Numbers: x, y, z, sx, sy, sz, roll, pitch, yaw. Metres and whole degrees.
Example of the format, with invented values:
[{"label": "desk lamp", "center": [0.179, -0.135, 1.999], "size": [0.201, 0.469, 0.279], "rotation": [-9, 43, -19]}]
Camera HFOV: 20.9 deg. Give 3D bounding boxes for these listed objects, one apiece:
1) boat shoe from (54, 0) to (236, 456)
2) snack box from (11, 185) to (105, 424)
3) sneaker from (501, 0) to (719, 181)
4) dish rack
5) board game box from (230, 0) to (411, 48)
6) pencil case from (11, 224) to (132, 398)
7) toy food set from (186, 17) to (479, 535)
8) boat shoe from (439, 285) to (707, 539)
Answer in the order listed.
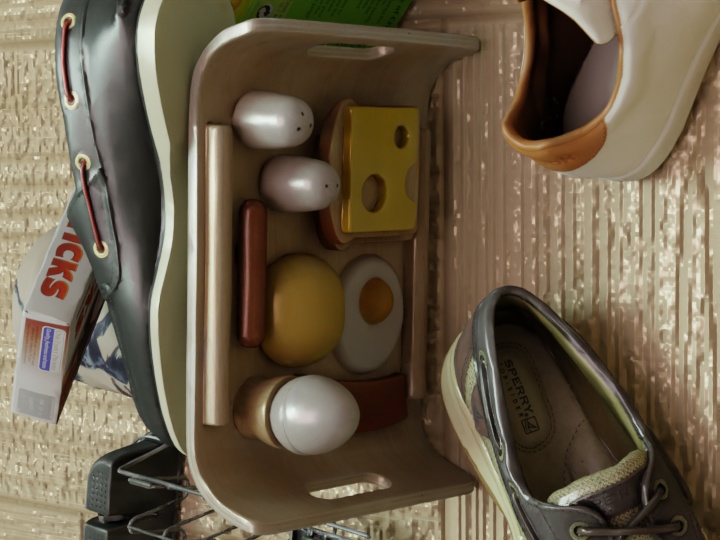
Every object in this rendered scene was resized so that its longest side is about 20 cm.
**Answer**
[{"label": "boat shoe", "center": [-0.082, -0.022, 0.805], "size": [0.063, 0.074, 0.202], "rotation": [5, 108, 33]}, {"label": "snack box", "center": [-0.115, -0.029, 0.885], "size": [0.024, 0.200, 0.072], "rotation": [16, 138, 0]}, {"label": "sneaker", "center": [0.110, -0.127, 0.739], "size": [0.073, 0.085, 0.201], "rotation": [29, 109, 38]}, {"label": "dish rack", "center": [-0.059, 0.171, 0.932], "size": [0.199, 0.054, 0.154], "rotation": [11, 102, 39]}, {"label": "board game box", "center": [-0.019, -0.138, 0.840], "size": [0.048, 0.101, 0.200], "rotation": [48, 122, 27]}, {"label": "pencil case", "center": [-0.082, 0.023, 0.926], "size": [0.200, 0.089, 0.078], "rotation": [9, 127, 41]}, {"label": "toy food set", "center": [0.000, 0.000, 0.805], "size": [0.060, 0.143, 0.201], "rotation": [6, 97, 41]}, {"label": "boat shoe", "center": [0.092, 0.095, 0.767], "size": [0.200, 0.073, 0.065], "rotation": [55, 165, 24]}]
